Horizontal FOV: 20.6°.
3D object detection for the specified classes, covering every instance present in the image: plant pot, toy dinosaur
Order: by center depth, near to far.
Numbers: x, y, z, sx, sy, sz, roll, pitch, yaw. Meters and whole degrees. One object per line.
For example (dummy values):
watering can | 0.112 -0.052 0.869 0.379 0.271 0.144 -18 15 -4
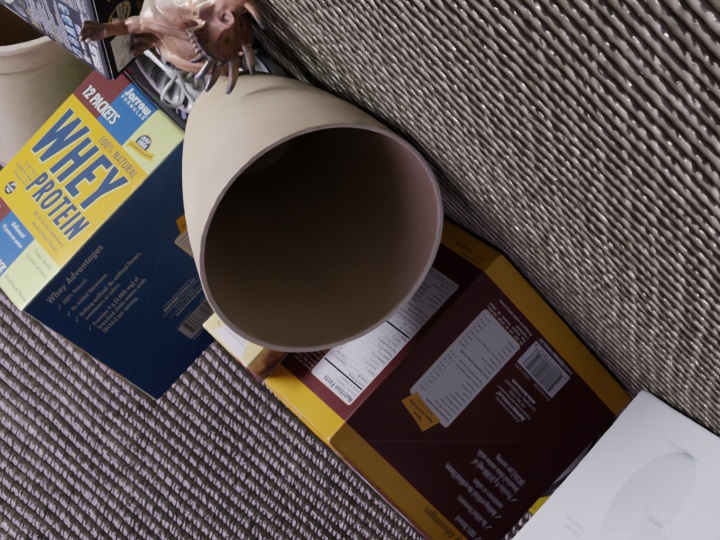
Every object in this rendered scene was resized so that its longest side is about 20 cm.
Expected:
toy dinosaur | -0.119 -0.180 1.502 0.135 0.086 0.200 22 -179 14
plant pot | -0.059 -0.070 1.506 0.187 0.187 0.200 46 -174 -36
plant pot | -0.294 -0.196 1.762 0.200 0.200 0.184 40 153 33

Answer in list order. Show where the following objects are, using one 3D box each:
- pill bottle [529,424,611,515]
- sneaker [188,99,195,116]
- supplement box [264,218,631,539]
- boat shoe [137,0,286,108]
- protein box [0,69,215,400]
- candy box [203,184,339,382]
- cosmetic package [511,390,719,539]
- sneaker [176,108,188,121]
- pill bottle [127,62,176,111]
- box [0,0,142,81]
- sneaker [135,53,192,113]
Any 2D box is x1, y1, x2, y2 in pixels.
pill bottle | 0.224 0.214 1.921 0.200 0.114 0.114 45 175 -33
sneaker | -0.062 -0.101 1.730 0.200 0.079 0.075 43 176 -10
supplement box | 0.071 0.098 1.623 0.197 0.200 0.133 46 175 -31
boat shoe | -0.138 -0.174 1.633 0.202 0.075 0.086 48 -153 25
protein box | -0.193 -0.033 1.693 0.135 0.199 0.200 45 -178 39
candy box | -0.036 -0.002 1.627 0.055 0.200 0.115 44 176 8
cosmetic package | 0.225 0.227 1.465 0.123 0.200 0.199 45 176 -27
sneaker | -0.119 -0.089 1.882 0.085 0.075 0.200 -90 -21 -57
pill bottle | -0.187 -0.174 1.939 0.200 0.111 0.111 45 175 -29
box | -0.248 -0.254 1.526 0.161 0.049 0.200 33 157 20
sneaker | -0.135 -0.163 1.806 0.200 0.075 0.082 43 174 -9
